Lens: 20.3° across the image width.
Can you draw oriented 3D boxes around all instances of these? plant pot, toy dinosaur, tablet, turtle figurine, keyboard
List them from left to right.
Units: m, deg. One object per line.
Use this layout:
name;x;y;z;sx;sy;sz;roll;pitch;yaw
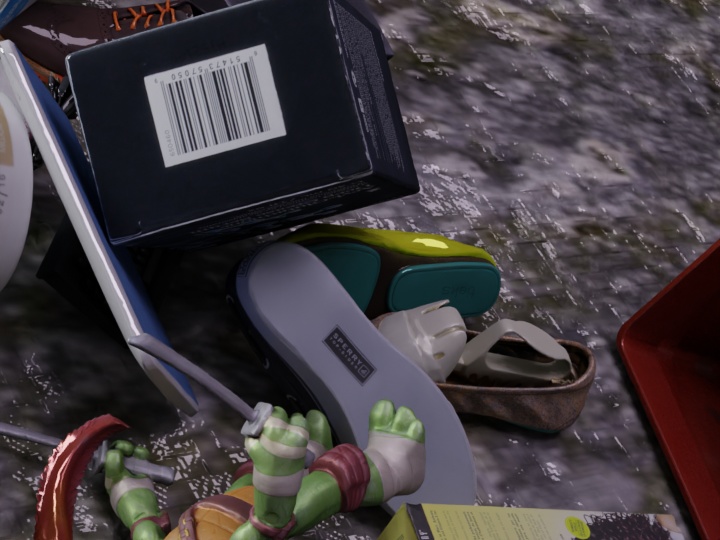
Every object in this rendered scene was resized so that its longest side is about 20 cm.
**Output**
toy dinosaur;-0.154;0.179;0.867;0.104;0.201;0.182;6;11;-12
tablet;-0.142;-0.020;1.092;0.014;0.130;0.201;-26;73;-1
keyboard;-0.150;-0.051;1.201;0.127;0.021;0.200;42;33;-19
turtle figurine;-0.067;0.091;1.030;0.200;0.144;0.193;51;35;16
plant pot;0.322;0.080;1.320;0.176;0.200;0.201;21;36;-38

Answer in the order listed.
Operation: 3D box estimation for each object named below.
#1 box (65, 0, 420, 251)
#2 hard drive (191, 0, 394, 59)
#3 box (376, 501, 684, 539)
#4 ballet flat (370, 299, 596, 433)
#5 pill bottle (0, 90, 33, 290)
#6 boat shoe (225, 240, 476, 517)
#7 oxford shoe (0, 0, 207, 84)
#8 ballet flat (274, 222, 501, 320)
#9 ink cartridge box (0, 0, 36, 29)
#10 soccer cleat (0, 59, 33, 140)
box;-0.060;-0.080;1.135;0.200;0.148;0.108;-1;76;-81
hard drive;-0.073;-0.214;1.451;0.134;0.042;0.201;-3;51;-40
box;0.106;0.178;1.144;0.199;0.050;0.076;5;45;-33
ballet flat;0.061;0.052;1.236;0.199;0.067;0.068;9;43;-31
pill bottle;-0.282;-0.046;1.035;0.199;0.120;0.120;4;46;-35
boat shoe;-0.010;0.070;1.156;0.070;0.066;0.200;-45;103;-22
oxford shoe;-0.145;-0.153;1.300;0.199;0.073;0.071;10;44;-30
ballet flat;0.000;0.000;1.262;0.199;0.067;0.067;2;25;-40
ink cartridge box;-0.222;-0.252;1.251;0.145;0.084;0.200;43;45;-3
soccer cleat;-0.258;-0.115;1.158;0.199;0.086;0.070;1;47;-37
